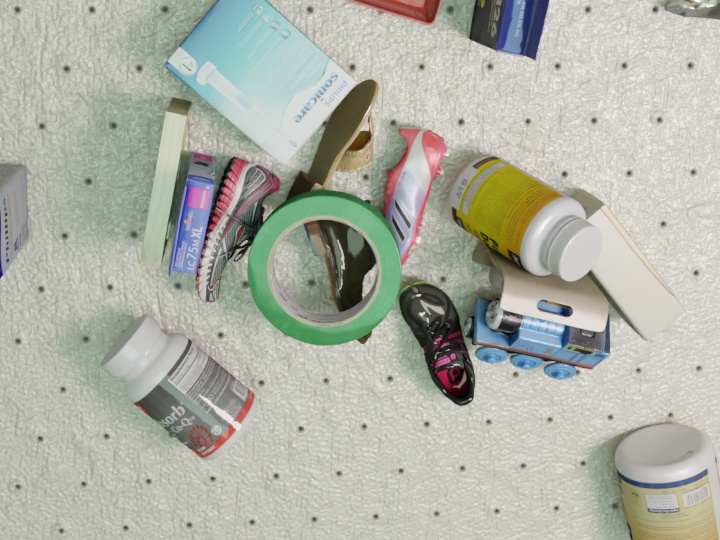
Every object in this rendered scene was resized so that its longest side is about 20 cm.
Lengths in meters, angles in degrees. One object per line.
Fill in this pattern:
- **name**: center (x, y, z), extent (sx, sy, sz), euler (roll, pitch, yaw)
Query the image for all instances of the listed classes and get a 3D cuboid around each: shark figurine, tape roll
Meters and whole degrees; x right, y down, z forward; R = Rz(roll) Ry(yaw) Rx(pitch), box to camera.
- **shark figurine**: center (0.524, -0.322, 1.411), extent (0.128, 0.214, 0.090), euler (-43, 150, -22)
- **tape roll**: center (-0.046, -0.004, 1.401), extent (0.200, 0.048, 0.201), euler (0, 103, 1)

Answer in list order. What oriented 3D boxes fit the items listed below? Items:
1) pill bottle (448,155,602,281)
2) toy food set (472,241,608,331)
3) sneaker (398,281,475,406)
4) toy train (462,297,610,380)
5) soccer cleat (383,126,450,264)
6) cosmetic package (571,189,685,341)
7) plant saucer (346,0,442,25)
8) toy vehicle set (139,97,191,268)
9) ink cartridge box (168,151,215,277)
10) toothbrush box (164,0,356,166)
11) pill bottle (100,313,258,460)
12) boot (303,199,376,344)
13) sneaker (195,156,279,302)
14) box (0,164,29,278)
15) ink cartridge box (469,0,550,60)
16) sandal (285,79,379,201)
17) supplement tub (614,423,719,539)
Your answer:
- **pill bottle**: center (0.215, -0.065, 1.394), extent (0.109, 0.200, 0.109), euler (-23, 131, -29)
- **toy food set**: center (0.234, 0.024, 1.430), extent (0.143, 0.200, 0.060), euler (13, 108, -9)
- **sneaker**: center (0.117, 0.103, 1.502), extent (0.077, 0.084, 0.200), euler (-28, 107, 2)
- **toy train**: center (0.246, 0.087, 1.489), extent (0.200, 0.087, 0.114), euler (14, 148, -12)
- **soccer cleat**: center (0.058, -0.096, 1.451), extent (0.076, 0.067, 0.200), euler (19, 102, -3)
- **cosmetic package**: center (0.352, -0.008, 1.484), extent (0.073, 0.104, 0.200), euler (-40, 107, 6)
- **plant saucer**: center (0.028, -0.436, 1.359), extent (0.199, 0.037, 0.200), euler (14, 104, -10)
- **toy vehicle set**: center (-0.250, -0.115, 1.379), extent (0.026, 0.124, 0.200), euler (10, 105, -9)
- **ink cartridge box**: center (-0.213, -0.072, 1.356), extent (0.042, 0.200, 0.119), euler (12, 105, -8)
- **toothbrush box**: center (-0.127, -0.255, 1.370), extent (0.200, 0.085, 0.146), euler (39, 98, -14)
- **pill bottle**: center (-0.248, 0.158, 1.465), extent (0.200, 0.116, 0.116), euler (42, 98, -15)
- **boot**: center (0.000, 0.000, 1.465), extent (0.097, 0.075, 0.200), euler (-22, 106, 4)
- **sneaker**: center (-0.170, -0.047, 1.431), extent (0.075, 0.081, 0.200), euler (19, 103, -13)
- **box**: center (-0.522, -0.066, 1.326), extent (0.184, 0.200, 0.105), euler (2, 107, -6)
- **ink cartridge box**: center (0.190, -0.367, 1.309), extent (0.047, 0.200, 0.198), euler (8, 105, -9)
- **sandal**: center (-0.018, -0.152, 1.430), extent (0.070, 0.078, 0.212), euler (25, 106, -34)
- **supplement tub**: center (0.461, 0.344, 1.577), extent (0.144, 0.144, 0.200), euler (-15, 107, -1)
